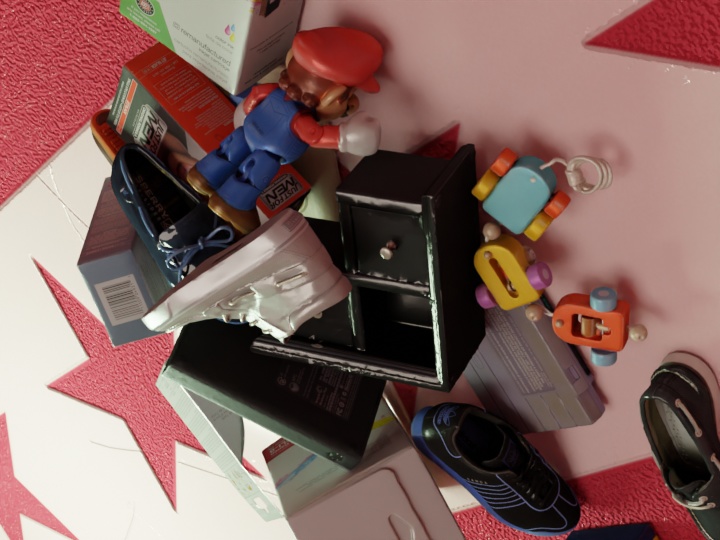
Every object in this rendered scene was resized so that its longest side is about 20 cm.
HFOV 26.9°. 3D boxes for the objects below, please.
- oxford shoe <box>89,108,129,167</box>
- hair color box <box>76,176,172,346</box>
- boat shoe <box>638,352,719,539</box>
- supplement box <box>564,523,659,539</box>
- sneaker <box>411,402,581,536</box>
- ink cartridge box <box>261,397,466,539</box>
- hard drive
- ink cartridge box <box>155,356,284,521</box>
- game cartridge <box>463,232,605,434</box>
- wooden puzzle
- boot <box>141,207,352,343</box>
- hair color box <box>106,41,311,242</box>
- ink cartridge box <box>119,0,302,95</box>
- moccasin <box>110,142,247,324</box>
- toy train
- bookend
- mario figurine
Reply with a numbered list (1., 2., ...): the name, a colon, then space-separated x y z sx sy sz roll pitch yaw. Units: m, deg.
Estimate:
1. oxford shoe: -0.202 -0.071 1.479 0.200 0.071 0.073 49 134 3
2. hair color box: -0.232 -0.019 1.546 0.060 0.200 0.099 -15 117 8
3. boat shoe: 0.285 0.168 1.298 0.075 0.060 0.200 -2 121 46
4. supplement box: 0.263 0.359 1.451 0.109 0.109 0.200 -19 107 51
5. sneaker: 0.140 0.190 1.416 0.200 0.070 0.078 34 159 -19
6. ink cartridge box: 0.005 0.233 1.500 0.146 0.144 0.200 61 177 -15
7. hard drive: -0.073 0.085 1.419 0.200 0.140 0.033 29 140 -11
8. ink cartridge box: -0.138 0.174 1.600 0.200 0.050 0.162 49 165 2
9. game cartridge: 0.131 0.060 1.382 0.129 0.038 0.200 -18 108 47
10. wooden puzzle: -0.114 -0.124 1.452 0.200 0.046 0.186 16 133 35
11. boot: -0.099 0.030 1.291 0.200 0.074 0.096 -30 103 38
12. hair color box: -0.145 -0.109 1.411 0.200 0.061 0.102 45 147 8
13. ink cartridge box: -0.121 -0.276 1.291 0.145 0.084 0.200 37 141 15
14. moccasin: -0.166 -0.032 1.377 0.200 0.080 0.068 44 160 10
15. toy train: 0.168 -0.020 1.260 0.150 0.056 0.201 6 123 25
16. bookend: -0.001 -0.015 1.314 0.198 0.092 0.201 11 126 23
17. mario figurine: -0.050 -0.122 1.306 0.123 0.106 0.200 44 100 1
